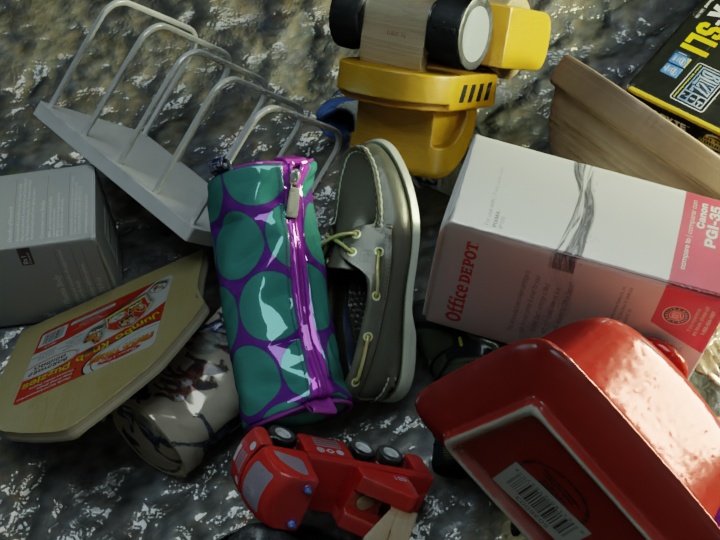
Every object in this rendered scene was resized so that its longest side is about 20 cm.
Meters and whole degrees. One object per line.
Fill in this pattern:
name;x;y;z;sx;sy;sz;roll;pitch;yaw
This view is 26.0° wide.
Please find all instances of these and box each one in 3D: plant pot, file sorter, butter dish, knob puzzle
plant pot;0.219;-0.078;1.239;0.201;0.201;0.093;39;101;29
file sorter;-0.137;-0.119;1.287;0.200;0.139;0.125;37;102;29
butter dish;0.167;0.103;1.045;0.200;0.199;0.148;47;60;-4
knob puzzle;-0.197;0.074;1.181;0.219;0.031;0.220;-24;25;12

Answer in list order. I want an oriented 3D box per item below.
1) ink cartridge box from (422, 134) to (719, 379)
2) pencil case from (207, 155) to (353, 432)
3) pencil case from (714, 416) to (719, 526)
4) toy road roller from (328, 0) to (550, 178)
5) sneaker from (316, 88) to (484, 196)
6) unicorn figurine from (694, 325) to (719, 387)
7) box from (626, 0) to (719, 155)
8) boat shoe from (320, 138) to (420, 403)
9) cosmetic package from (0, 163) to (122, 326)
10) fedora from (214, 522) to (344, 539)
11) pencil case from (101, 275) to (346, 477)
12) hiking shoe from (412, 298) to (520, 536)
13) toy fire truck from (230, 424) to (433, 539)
ink cartridge box;0.155;-0.003;1.105;0.199;0.147;0.083;16;60;5
pencil case;-0.060;0.016;1.145;0.085;0.092;0.201;-2;76;-33
pencil case;0.299;0.187;1.071;0.088;0.089;0.200;-38;56;-20
toy road roller;0.057;-0.155;1.255;0.122;0.147;0.200;14;14;27
sneaker;0.036;-0.098;1.320;0.085;0.077;0.200;-32;46;-22
unicorn figurine;0.190;0.027;1.218;0.199;0.074;0.138;22;56;3
box;0.349;-0.173;1.354;0.159;0.049;0.200;30;62;27
boat shoe;0.002;0.000;1.183;0.060;0.072;0.203;0;88;-39
cosmetic package;-0.302;-0.014;1.278;0.199;0.107;0.091;-11;53;1
fedora;-0.065;0.247;1.062;0.199;0.092;0.201;-3;53;4
pencil case;-0.104;0.069;1.208;0.089;0.078;0.200;38;66;17
hiking shoe;0.082;0.102;1.164;0.100;0.076;0.200;-33;57;-21
toy fire truck;0.017;0.177;1.084;0.199;0.049;0.141;14;23;-28
